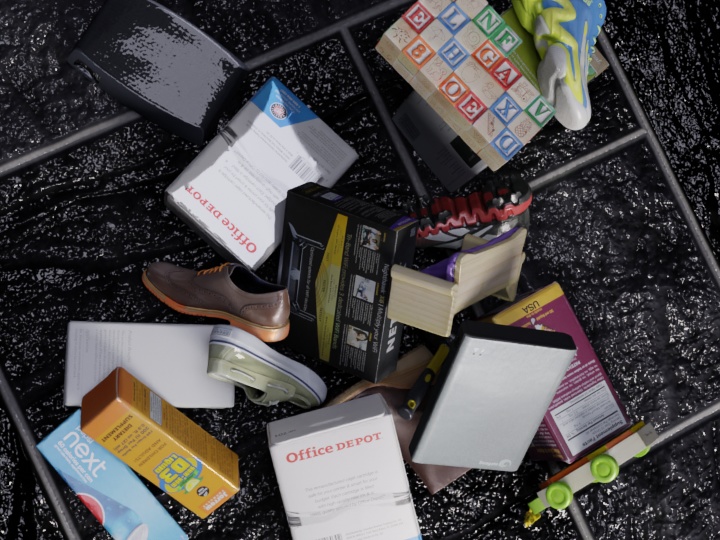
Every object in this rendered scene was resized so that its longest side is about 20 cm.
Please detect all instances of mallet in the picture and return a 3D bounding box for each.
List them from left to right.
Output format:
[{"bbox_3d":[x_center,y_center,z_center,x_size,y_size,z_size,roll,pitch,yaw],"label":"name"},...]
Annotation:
[{"bbox_3d":[0.079,0.114,1.536,0.066,0.041,0.200,46,34,4],"label":"mallet"}]

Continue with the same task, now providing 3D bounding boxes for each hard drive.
[{"bbox_3d":[-0.250,-0.261,1.583,0.199,0.042,0.135,32,77,-6],"label":"hard drive"},{"bbox_3d":[0.151,0.150,1.478,0.139,0.201,0.033,7,36,-17],"label":"hard drive"}]

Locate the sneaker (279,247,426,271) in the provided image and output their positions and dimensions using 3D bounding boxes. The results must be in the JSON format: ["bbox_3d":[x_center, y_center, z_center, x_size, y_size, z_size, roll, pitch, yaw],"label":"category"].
[{"bbox_3d":[0.000,0.000,1.562,0.199,0.118,0.074,24,80,-6],"label":"sneaker"}]

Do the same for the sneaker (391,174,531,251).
[{"bbox_3d":[0.126,-0.052,1.614,0.199,0.071,0.098,-13,125,7],"label":"sneaker"}]

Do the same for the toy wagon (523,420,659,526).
[{"bbox_3d":[0.275,0.253,1.570,0.200,0.155,0.040,-37,78,25],"label":"toy wagon"}]

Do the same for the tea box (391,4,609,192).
[{"bbox_3d":[0.169,-0.223,1.585,0.196,0.200,0.134,-39,91,-15],"label":"tea box"}]

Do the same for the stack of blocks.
[{"bbox_3d":[0.129,-0.227,1.444,0.115,0.059,0.200,-44,92,-12],"label":"stack of blocks"}]

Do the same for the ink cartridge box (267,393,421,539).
[{"bbox_3d":[-0.017,0.265,1.495,0.146,0.086,0.201,-14,103,-3],"label":"ink cartridge box"}]

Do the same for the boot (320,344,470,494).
[{"bbox_3d":[0.048,0.204,1.566,0.199,0.072,0.167,-29,86,-18],"label":"boot"}]

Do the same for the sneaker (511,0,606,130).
[{"bbox_3d":[0.251,-0.267,1.467,0.104,0.076,0.201,-17,86,-15],"label":"sneaker"}]

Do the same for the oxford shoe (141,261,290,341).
[{"bbox_3d":[-0.170,0.017,1.519,0.199,0.071,0.073,18,118,16],"label":"oxford shoe"}]

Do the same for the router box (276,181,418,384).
[{"bbox_3d":[-0.022,0.014,1.502,0.157,0.052,0.201,22,117,27],"label":"router box"}]

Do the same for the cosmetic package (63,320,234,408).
[{"bbox_3d":[-0.252,0.115,1.519,0.199,0.074,0.102,4,82,-13],"label":"cosmetic package"}]

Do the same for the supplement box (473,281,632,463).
[{"bbox_3d":[0.231,0.129,1.586,0.103,0.131,0.201,-27,90,-15],"label":"supplement box"}]

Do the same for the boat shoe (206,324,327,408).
[{"bbox_3d":[-0.116,0.128,1.508,0.200,0.072,0.062,36,66,-43],"label":"boat shoe"}]

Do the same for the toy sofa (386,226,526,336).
[{"bbox_3d":[0.116,0.000,1.482,0.082,0.200,0.098,18,111,27],"label":"toy sofa"}]

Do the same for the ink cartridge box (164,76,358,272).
[{"bbox_3d":[-0.124,-0.113,1.568,0.146,0.086,0.200,42,78,-3],"label":"ink cartridge box"}]

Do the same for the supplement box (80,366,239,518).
[{"bbox_3d":[-0.229,0.201,1.470,0.066,0.069,0.200,-40,121,14],"label":"supplement box"}]

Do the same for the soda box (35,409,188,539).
[{"bbox_3d":[-0.292,0.261,1.495,0.068,0.064,0.200,-40,91,-14],"label":"soda box"}]
